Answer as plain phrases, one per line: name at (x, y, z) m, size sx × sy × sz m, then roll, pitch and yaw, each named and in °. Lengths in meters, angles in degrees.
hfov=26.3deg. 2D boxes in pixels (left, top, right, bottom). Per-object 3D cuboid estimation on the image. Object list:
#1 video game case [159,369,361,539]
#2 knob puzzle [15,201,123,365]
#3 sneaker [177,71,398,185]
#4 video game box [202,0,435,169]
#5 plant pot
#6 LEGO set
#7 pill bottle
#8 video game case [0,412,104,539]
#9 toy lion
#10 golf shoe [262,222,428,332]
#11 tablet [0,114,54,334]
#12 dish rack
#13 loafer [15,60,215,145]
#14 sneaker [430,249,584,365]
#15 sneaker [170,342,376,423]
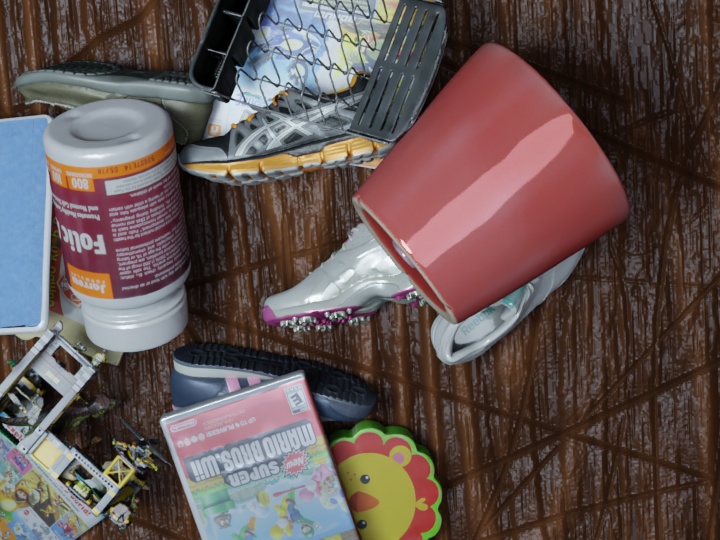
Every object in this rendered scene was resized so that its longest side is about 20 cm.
video game case at (-0.087, 0.207, 1.426) m, size 0.141 × 0.017 × 0.202 m, roll -18°, pitch 101°, yaw 4°
knob puzzle at (-0.288, -0.029, 1.464) m, size 0.216 × 0.030 × 0.223 m, roll 1°, pitch 101°, yaw 4°
sneaker at (-0.067, -0.123, 1.371) m, size 0.197 × 0.078 × 0.078 m, roll -10°, pitch 88°, yaw 4°
video game box at (-0.038, -0.195, 1.408) m, size 0.197 × 0.047 × 0.185 m, roll 9°, pitch 103°, yaw 3°
plant pot at (0.101, -0.064, 1.316) m, size 0.177 × 0.200 × 0.201 m, roll -39°, pitch 95°, yaw -4°
LEGO set at (-0.252, 0.132, 1.431) m, size 0.200 × 0.154 × 0.116 m, roll 41°, pitch 87°, yaw 9°
pill bottle at (-0.211, -0.038, 1.363) m, size 0.113 × 0.115 × 0.202 m, roll -2°, pitch 119°, yaw 5°
video game case at (-0.367, 0.239, 1.525) m, size 0.199 × 0.018 × 0.144 m, roll -36°, pitch 95°, yaw 10°
toy lion at (-0.019, 0.241, 1.481) m, size 0.189 × 0.069 × 0.203 m, roll 10°, pitch 101°, yaw -5°
golf shoe at (0.000, 0.000, 1.436) m, size 0.197 × 0.075 × 0.093 m, roll -15°, pitch 77°, yaw 9°
tablet at (-0.341, -0.041, 1.425) m, size 0.128 × 0.014 × 0.203 m, roll -3°, pitch 79°, yaw 19°
dish rack at (-0.030, -0.194, 1.319) m, size 0.198 × 0.055 × 0.155 m, roll 17°, pitch 79°, yaw 18°
loafer at (-0.226, -0.148, 1.405) m, size 0.198 × 0.075 × 0.071 m, roll 9°, pitch 107°, yaw 20°
sneaker at (0.143, 0.012, 1.407) m, size 0.075 × 0.089 × 0.201 m, roll 39°, pitch 96°, yaw -2°
sneaker at (-0.084, 0.127, 1.463) m, size 0.197 × 0.070 × 0.083 m, roll 12°, pitch 109°, yaw 8°
